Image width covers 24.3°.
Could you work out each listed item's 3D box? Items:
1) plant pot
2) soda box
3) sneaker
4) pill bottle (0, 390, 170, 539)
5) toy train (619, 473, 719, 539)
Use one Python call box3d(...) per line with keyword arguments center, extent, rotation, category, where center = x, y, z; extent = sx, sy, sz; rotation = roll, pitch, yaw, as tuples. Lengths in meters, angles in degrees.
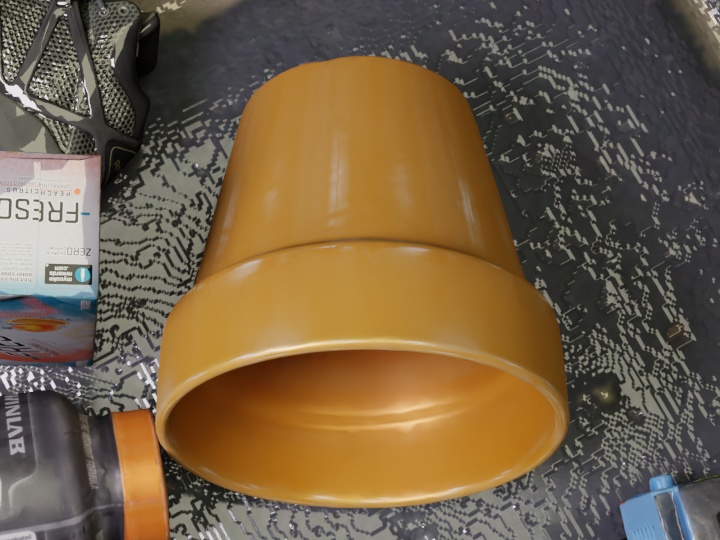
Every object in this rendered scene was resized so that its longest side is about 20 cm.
box3d(center=(0.000, 0.000, 0.852), extent=(0.200, 0.200, 0.183), rotation=(4, 61, -8), category="plant pot")
box3d(center=(-0.158, 0.000, 0.809), extent=(0.063, 0.200, 0.068), rotation=(1, 78, -9), category="soda box")
box3d(center=(-0.184, -0.135, 0.905), extent=(0.114, 0.076, 0.199), rotation=(-38, 88, -17), category="sneaker")
box3d(center=(-0.196, 0.117, 0.825), extent=(0.200, 0.106, 0.106), rotation=(-8, 78, -12), category="pill bottle")
box3d(center=(0.228, 0.137, 0.885), extent=(0.200, 0.114, 0.087), rotation=(-10, 79, -11), category="toy train")
